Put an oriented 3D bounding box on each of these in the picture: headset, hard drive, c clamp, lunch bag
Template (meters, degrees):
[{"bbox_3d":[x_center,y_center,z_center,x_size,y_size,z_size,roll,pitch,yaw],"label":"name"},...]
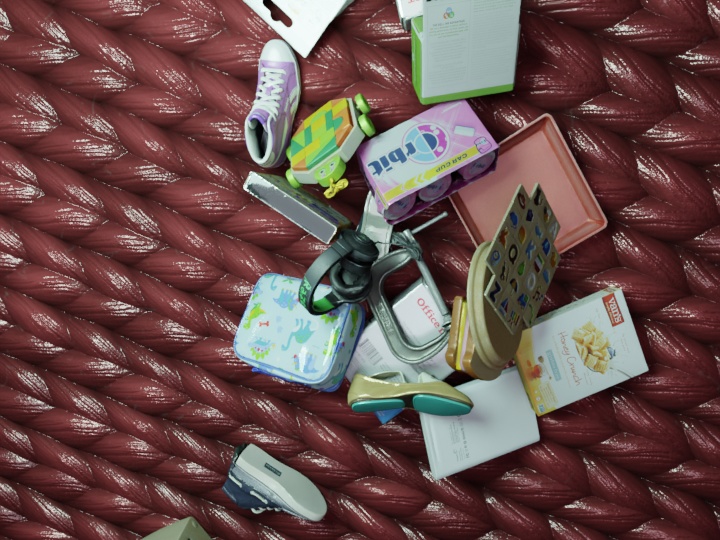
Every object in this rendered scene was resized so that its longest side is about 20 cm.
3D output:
[{"bbox_3d":[0.000,0.000,0.826,0.094,0.199,0.125,41,146,22],"label":"headset"},{"bbox_3d":[0.199,0.251,0.948,0.196,0.027,0.135,-15,98,-14],"label":"hard drive"},{"bbox_3d":[0.090,0.034,0.878,0.168,0.027,0.204,-22,80,14],"label":"c clamp"},{"bbox_3d":[-0.101,0.100,0.921,0.196,0.082,0.164,11,74,28],"label":"lunch bag"}]

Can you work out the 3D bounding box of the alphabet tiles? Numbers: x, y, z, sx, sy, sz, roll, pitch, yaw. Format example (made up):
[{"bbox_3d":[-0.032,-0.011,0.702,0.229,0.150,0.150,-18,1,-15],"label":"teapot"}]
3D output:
[{"bbox_3d":[0.241,-0.018,0.832,0.167,0.006,0.202,47,63,-36],"label":"alphabet tiles"}]

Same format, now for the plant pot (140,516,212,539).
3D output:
[{"bbox_3d":[-0.343,0.581,1.027,0.176,0.200,0.201,-39,93,0],"label":"plant pot"}]

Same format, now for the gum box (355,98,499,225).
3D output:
[{"bbox_3d":[0.095,-0.167,0.865,0.197,0.066,0.115,-27,66,-3],"label":"gum box"}]

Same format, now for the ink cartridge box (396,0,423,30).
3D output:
[{"bbox_3d":[0.109,-0.485,0.848,0.143,0.083,0.205,-12,97,8],"label":"ink cartridge box"}]

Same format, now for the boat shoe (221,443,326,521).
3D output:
[{"bbox_3d":[-0.160,0.408,1.037,0.198,0.075,0.094,34,108,8],"label":"boat shoe"}]

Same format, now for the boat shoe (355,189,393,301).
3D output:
[{"bbox_3d":[0.017,-0.048,0.941,0.073,0.062,0.205,13,98,7],"label":"boat shoe"}]

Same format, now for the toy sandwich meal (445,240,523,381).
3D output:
[{"bbox_3d":[0.184,0.060,0.850,0.069,0.204,0.210,-6,100,35],"label":"toy sandwich meal"}]

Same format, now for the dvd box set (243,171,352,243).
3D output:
[{"bbox_3d":[-0.088,-0.098,0.874,0.145,0.200,0.030,34,99,0],"label":"dvd box set"}]

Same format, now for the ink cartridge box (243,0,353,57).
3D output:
[{"bbox_3d":[-0.080,-0.471,0.899,0.162,0.050,0.201,41,110,-1],"label":"ink cartridge box"}]

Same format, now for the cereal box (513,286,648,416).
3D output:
[{"bbox_3d":[0.352,0.131,0.928,0.196,0.040,0.147,-23,96,1],"label":"cereal box"}]

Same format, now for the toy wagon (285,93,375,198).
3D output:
[{"bbox_3d":[-0.049,-0.187,0.863,0.153,0.202,0.040,-32,127,19],"label":"toy wagon"}]

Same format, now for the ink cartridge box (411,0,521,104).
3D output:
[{"bbox_3d":[0.148,-0.355,0.807,0.144,0.077,0.203,-9,133,-3],"label":"ink cartridge box"}]

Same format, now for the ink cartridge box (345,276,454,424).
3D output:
[{"bbox_3d":[0.073,0.130,0.951,0.199,0.084,0.145,-39,93,11],"label":"ink cartridge box"}]

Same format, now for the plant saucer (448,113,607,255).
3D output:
[{"bbox_3d":[0.260,-0.110,0.915,0.197,0.037,0.203,-31,95,10],"label":"plant saucer"}]

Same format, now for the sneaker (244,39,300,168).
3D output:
[{"bbox_3d":[-0.141,-0.267,0.899,0.071,0.114,0.206,4,98,7],"label":"sneaker"}]

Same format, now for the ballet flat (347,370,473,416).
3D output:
[{"bbox_3d":[0.077,0.186,0.885,0.195,0.064,0.069,1,144,4],"label":"ballet flat"}]
